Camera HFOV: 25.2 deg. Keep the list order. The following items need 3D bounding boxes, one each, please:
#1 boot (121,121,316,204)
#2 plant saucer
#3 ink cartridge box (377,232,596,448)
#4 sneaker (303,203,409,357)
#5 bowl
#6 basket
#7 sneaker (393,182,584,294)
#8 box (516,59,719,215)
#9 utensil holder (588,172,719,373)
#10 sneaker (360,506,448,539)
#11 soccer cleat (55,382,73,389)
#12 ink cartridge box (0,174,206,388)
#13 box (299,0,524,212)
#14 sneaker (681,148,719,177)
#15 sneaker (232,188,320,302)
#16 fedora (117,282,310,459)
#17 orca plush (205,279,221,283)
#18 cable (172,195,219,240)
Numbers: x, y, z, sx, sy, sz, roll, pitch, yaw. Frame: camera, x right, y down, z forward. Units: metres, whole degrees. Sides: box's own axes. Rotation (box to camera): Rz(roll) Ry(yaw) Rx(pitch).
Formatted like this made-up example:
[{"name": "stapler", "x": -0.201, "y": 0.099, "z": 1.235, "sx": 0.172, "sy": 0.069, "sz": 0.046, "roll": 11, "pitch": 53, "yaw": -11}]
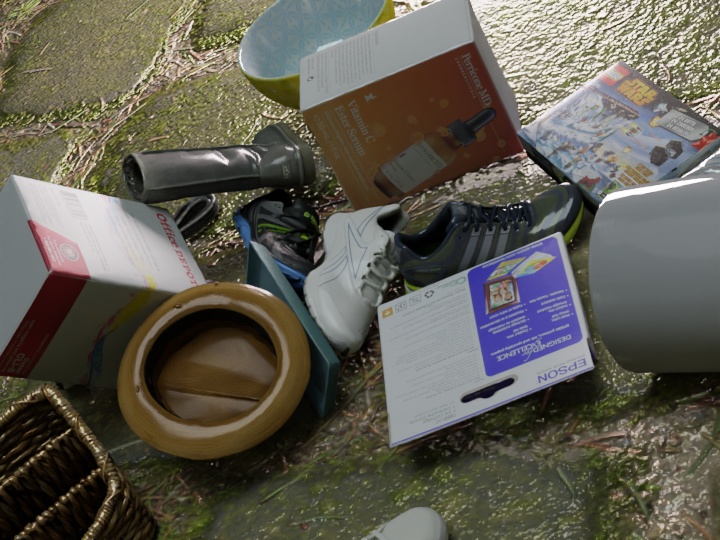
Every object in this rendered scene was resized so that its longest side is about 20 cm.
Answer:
[{"name": "boot", "x": -0.164, "y": -0.113, "z": 1.778, "sx": 0.198, "sy": 0.073, "sz": 0.182, "roll": -14, "pitch": 10, "yaw": -15}, {"name": "plant saucer", "x": -0.067, "y": 0.054, "z": 1.580, "sx": 0.019, "sy": 0.071, "sz": 0.201, "roll": -11, "pitch": 41, "yaw": -22}, {"name": "ink cartridge box", "x": 0.113, "y": 0.072, "z": 1.468, "sx": 0.196, "sy": 0.044, "sz": 0.201, "roll": -22, "pitch": 35, "yaw": 13}, {"name": "sneaker", "x": 0.000, "y": 0.000, "z": 1.601, "sx": 0.086, "sy": 0.075, "sz": 0.201, "roll": -23, "pitch": 37, "yaw": 27}, {"name": "bowl", "x": -0.035, "y": -0.251, "z": 1.904, "sx": 0.198, "sy": 0.108, "sz": 0.201, "roll": -20, "pitch": 37, "yaw": 16}, {"name": "basket", "x": -0.309, "y": 0.236, "z": 1.491, "sx": 0.199, "sy": 0.150, "sz": 0.143, "roll": -37, "pitch": 36, "yaw": -10}, {"name": "sneaker", "x": 0.122, "y": -0.034, "z": 1.554, "sx": 0.198, "sy": 0.081, "sz": 0.074, "roll": -27, "pitch": 37, "yaw": 7}, {"name": "box", "x": 0.259, "y": -0.123, "z": 1.596, "sx": 0.136, "sy": 0.040, "sz": 0.200, "roll": -35, "pitch": 36, "yaw": -3}, {"name": "utensil holder", "x": 0.307, "y": 0.001, "z": 1.310, "sx": 0.198, "sy": 0.171, "sz": 0.171, "roll": -7, "pitch": 42, "yaw": 34}, {"name": "sneaker", "x": -0.012, "y": 0.253, "z": 1.310, "sx": 0.200, "sy": 0.085, "sz": 0.073, "roll": -41, "pitch": 35, "yaw": -16}, {"name": "soccer cleat", "x": -0.327, "y": 0.058, "z": 1.796, "sx": 0.072, "sy": 0.069, "sz": 0.200, "roll": -21, "pitch": 36, "yaw": -10}, {"name": "ink cartridge box", "x": -0.280, "y": 0.018, "z": 1.632, "sx": 0.145, "sy": 0.199, "sz": 0.146, "roll": -54, "pitch": 47, "yaw": 26}, {"name": "box", "x": 0.054, "y": -0.176, "z": 1.713, "sx": 0.198, "sy": 0.153, "sz": 0.107, "roll": -21, "pitch": 36, "yaw": 14}, {"name": "sneaker", "x": 0.324, "y": -0.070, "z": 1.474, "sx": 0.198, "sy": 0.076, "sz": 0.087, "roll": -25, "pitch": 25, "yaw": 0}, {"name": "sneaker", "x": -0.078, "y": -0.034, "z": 1.709, "sx": 0.082, "sy": 0.071, "sz": 0.200, "roll": -38, "pitch": 33, "yaw": 1}, {"name": "fedora", "x": -0.134, "y": 0.107, "z": 1.554, "sx": 0.198, "sy": 0.082, "sz": 0.203, "roll": -9, "pitch": 57, "yaw": 14}, {"name": "orca plush", "x": -0.176, "y": 0.037, "z": 1.696, "sx": 0.199, "sy": 0.071, "sz": 0.105, "roll": 13, "pitch": 54, "yaw": 44}, {"name": "cable", "x": -0.244, "y": -0.027, "z": 1.837, "sx": 0.199, "sy": 0.051, "sz": 0.097, "roll": -38, "pitch": 29, "yaw": -7}]
